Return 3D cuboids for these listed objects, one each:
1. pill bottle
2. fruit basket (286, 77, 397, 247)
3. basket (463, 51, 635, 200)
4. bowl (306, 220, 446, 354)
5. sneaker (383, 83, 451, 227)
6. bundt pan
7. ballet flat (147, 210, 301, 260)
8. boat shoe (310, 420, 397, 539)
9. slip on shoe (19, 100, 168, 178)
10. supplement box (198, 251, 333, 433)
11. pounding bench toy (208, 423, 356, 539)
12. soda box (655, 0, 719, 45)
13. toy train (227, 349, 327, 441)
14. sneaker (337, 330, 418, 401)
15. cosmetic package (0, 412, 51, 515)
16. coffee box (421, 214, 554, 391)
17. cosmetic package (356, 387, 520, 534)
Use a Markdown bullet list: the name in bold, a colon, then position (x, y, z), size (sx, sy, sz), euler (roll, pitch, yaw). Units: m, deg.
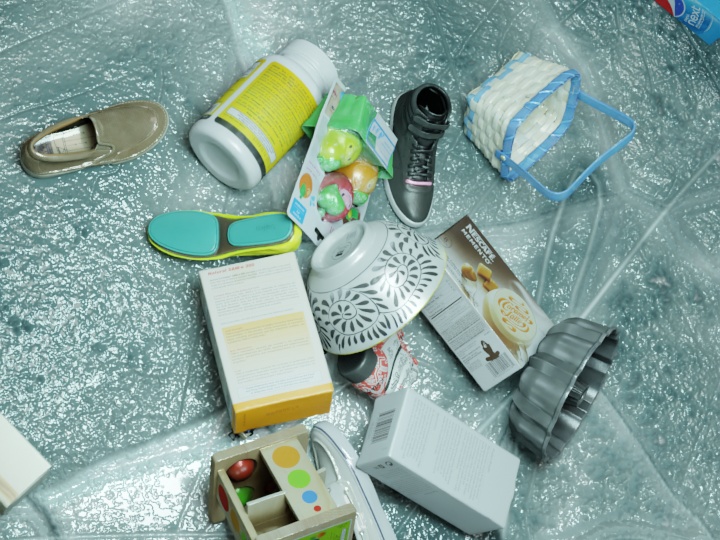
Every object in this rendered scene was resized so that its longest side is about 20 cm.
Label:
- **pill bottle**: position (-0.122, -0.209, 1.734), size (0.112, 0.112, 0.200), euler (42, 67, -3)
- **fruit basket**: position (-0.021, -0.120, 1.718), size (0.094, 0.185, 0.200), euler (2, 65, 26)
- **basket**: position (0.257, -0.200, 1.829), size (0.176, 0.139, 0.200), euler (-38, 58, -23)
- **bowl**: position (0.000, 0.000, 1.647), size (0.094, 0.201, 0.201), euler (50, 64, -28)
- **sneaker**: position (0.080, -0.164, 1.794), size (0.071, 0.099, 0.201), euler (5, 74, -18)
- **bundt pan**: position (0.258, 0.147, 1.721), size (0.076, 0.202, 0.202), euler (28, 65, 20)
- **ballet flat**: position (-0.170, -0.040, 1.687), size (0.199, 0.067, 0.067), euler (-1, 72, 11)
- **boat shoe**: position (-0.023, 0.288, 1.649), size (0.070, 0.071, 0.200), euler (-25, 90, -25)
- **slip on shoe**: position (-0.335, -0.173, 1.682), size (0.200, 0.061, 0.076), euler (-17, 80, -22)
- **supplement box**: position (-0.119, 0.088, 1.637), size (0.126, 0.074, 0.200), euler (-11, 63, -11)
- **pounding bench toy**: position (-0.104, 0.309, 1.592), size (0.124, 0.200, 0.156), euler (-16, 48, -24)
- **soda box**: position (0.491, -0.442, 2.027), size (0.200, 0.064, 0.068), euler (37, 67, -4)
- **toy train**: position (-0.095, 0.142, 1.677), size (0.034, 0.046, 0.200), euler (45, 67, -1)
- **sneaker**: position (0.029, 0.083, 1.730), size (0.108, 0.067, 0.202), euler (43, 39, -34)
- **cosmetic package**: position (-0.452, 0.184, 1.519), size (0.200, 0.105, 0.071), euler (46, 68, 1)
- **coffee box**: position (0.153, 0.042, 1.750), size (0.200, 0.080, 0.114), euler (52, 41, 2)
- **cosmetic package**: position (0.100, 0.242, 1.662), size (0.200, 0.071, 0.102), euler (35, 54, -24)
